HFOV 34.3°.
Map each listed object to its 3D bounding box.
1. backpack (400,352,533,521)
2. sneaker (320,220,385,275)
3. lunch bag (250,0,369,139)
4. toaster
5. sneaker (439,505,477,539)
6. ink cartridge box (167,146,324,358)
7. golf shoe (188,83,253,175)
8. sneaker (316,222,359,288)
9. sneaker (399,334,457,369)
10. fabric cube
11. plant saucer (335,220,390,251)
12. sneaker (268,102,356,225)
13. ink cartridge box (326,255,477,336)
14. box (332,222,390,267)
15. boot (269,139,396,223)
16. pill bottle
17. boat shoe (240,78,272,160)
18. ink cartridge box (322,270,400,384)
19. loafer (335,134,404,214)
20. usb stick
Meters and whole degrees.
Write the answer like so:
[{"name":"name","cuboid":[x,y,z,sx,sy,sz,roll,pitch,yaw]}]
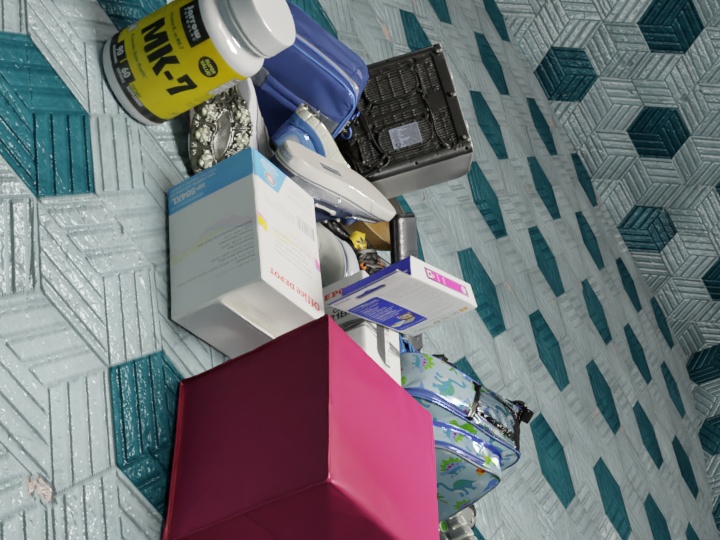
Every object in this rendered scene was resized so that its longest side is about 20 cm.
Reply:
[{"name":"backpack","cuboid":[0.088,0.211,1.494,0.199,0.183,0.148,36,39,-17]},{"name":"sneaker","cuboid":[0.000,0.000,1.496,0.070,0.199,0.091,-13,121,-44]},{"name":"lunch bag","cuboid":[-0.088,-0.245,1.552,0.199,0.136,0.133,36,30,-7]},{"name":"toaster","cuboid":[0.057,-0.211,1.720,0.119,0.198,0.182,67,6,-73]},{"name":"sneaker","cuboid":[0.142,0.375,1.617,0.115,0.075,0.202,27,44,-61]},{"name":"ink cartridge box","cuboid":[-0.127,-0.005,1.292,0.128,0.124,0.201,40,36,-48]},{"name":"golf shoe","cuboid":[-0.178,-0.200,1.425,0.077,0.088,0.202,8,82,-27]},{"name":"sneaker","cuboid":[-0.073,-0.032,1.475,0.070,0.073,0.200,19,19,-42]},{"name":"sneaker","cuboid":[0.076,0.123,1.567,0.077,0.110,0.201,-90,172,-49]},{"name":"fabric cube","cuboid":[-0.055,0.204,1.165,0.199,0.199,0.197,45,31,-39]},{"name":"plant saucer","cuboid":[-0.018,-0.095,1.686,0.200,0.035,0.200,47,11,-12]},{"name":"sneaker","cuboid":[-0.060,-0.124,1.508,0.079,0.089,0.200,55,-1,45]},{"name":"ink cartridge box","cuboid":[0.048,0.028,1.321,0.200,0.094,0.037,21,48,-58]},{"name":"box","cuboid":[0.009,0.043,1.661,0.200,0.049,0.162,34,37,-53]},{"name":"boot","cuboid":[-0.049,-0.086,1.445,0.199,0.090,0.073,26,23,-40]},{"name":"pill bottle","cuboid":[-0.180,-0.253,1.310,0.114,0.199,0.115,48,28,-37]},{"name":"boat shoe","cuboid":[-0.149,-0.161,1.480,0.065,0.073,0.202,23,59,-64]},{"name":"ink cartridge box","cuboid":[-0.032,0.117,1.366,0.084,0.143,0.201,48,28,-38]},{"name":"loafer","cuboid":[0.025,-0.145,1.845,0.200,0.072,0.073,53,26,-32]},{"name":"usb stick","cuboid":[0.063,0.019,1.632,0.055,0.032,0.202,-8,96,-63]}]
